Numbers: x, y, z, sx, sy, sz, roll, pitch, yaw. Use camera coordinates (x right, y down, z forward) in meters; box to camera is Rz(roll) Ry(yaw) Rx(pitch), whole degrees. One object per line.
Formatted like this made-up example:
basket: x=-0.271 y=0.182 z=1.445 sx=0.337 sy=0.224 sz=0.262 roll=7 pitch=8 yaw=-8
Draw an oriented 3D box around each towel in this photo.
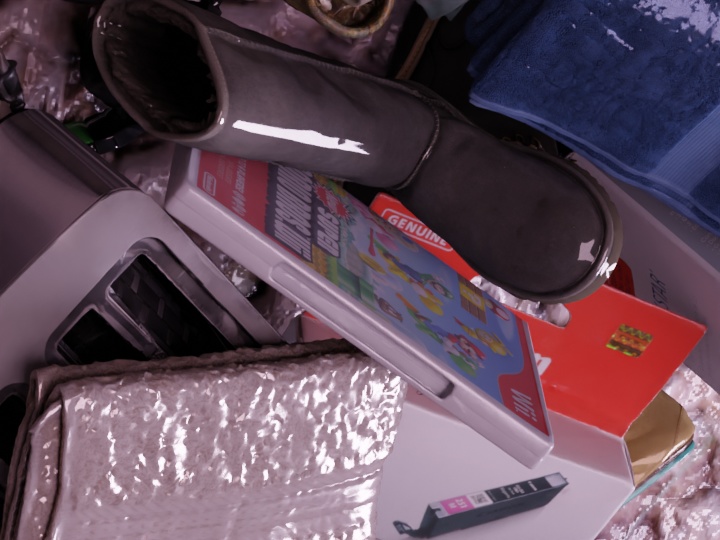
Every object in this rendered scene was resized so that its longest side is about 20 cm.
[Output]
towel: x=0.151 y=-0.079 z=1.020 sx=0.199 sy=0.049 sz=0.112 roll=29 pitch=129 yaw=-22
towel: x=-0.065 y=0.096 z=0.978 sx=0.199 sy=0.034 sz=0.134 roll=-6 pitch=118 yaw=-37

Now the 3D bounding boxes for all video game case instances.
video game case: x=0.000 y=0.000 z=1.018 sx=0.199 sy=0.143 sz=0.017 roll=36 pitch=106 yaw=-13

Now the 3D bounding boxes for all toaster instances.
toaster: x=-0.141 y=0.043 z=0.999 sx=0.181 sy=0.118 sz=0.200 roll=-48 pitch=129 yaw=-9

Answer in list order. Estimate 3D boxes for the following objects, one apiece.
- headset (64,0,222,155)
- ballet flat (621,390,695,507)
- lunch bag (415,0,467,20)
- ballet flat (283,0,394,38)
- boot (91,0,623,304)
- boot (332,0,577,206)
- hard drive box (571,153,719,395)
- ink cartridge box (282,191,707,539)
headset: x=-0.109 y=-0.132 z=1.042 sx=0.199 sy=0.094 sz=0.124 roll=-25 pitch=125 yaw=-3
ballet flat: x=0.102 y=0.136 z=1.274 sx=0.200 sy=0.069 sz=0.063 roll=-43 pitch=96 yaw=-13
lunch bag: x=0.050 y=-0.230 z=1.007 sx=0.200 sy=0.122 sz=0.171 roll=-38 pitch=97 yaw=27
ballet flat: x=-0.007 y=-0.175 z=0.948 sx=0.070 sy=0.071 sz=0.201 roll=-27 pitch=147 yaw=-20
boot: x=0.001 y=-0.055 z=0.990 sx=0.200 sy=0.181 sz=0.073 roll=22 pitch=97 yaw=-54
boot: x=0.055 y=-0.050 z=1.116 sx=0.077 sy=0.138 sz=0.201 roll=10 pitch=103 yaw=-33
hard drive box: x=0.208 y=0.010 z=1.166 sx=0.077 sy=0.200 sz=0.156 roll=-42 pitch=153 yaw=-10
ink cartridge box: x=0.054 y=0.069 z=1.148 sx=0.199 sy=0.044 sz=0.174 roll=21 pitch=125 yaw=-19
